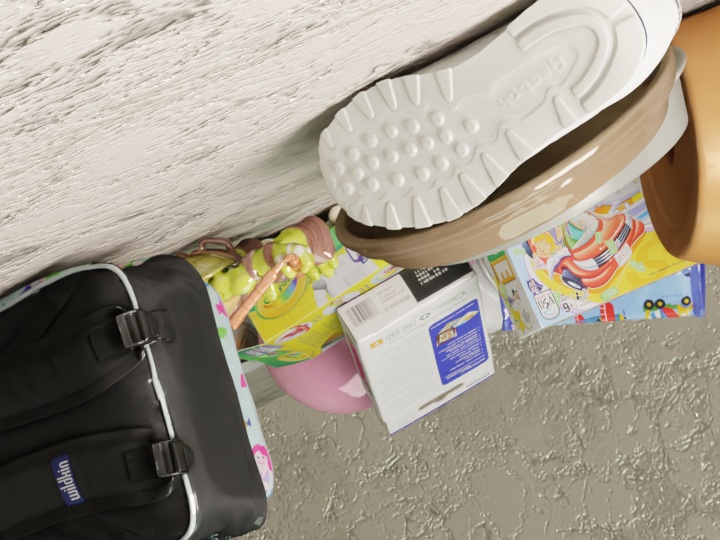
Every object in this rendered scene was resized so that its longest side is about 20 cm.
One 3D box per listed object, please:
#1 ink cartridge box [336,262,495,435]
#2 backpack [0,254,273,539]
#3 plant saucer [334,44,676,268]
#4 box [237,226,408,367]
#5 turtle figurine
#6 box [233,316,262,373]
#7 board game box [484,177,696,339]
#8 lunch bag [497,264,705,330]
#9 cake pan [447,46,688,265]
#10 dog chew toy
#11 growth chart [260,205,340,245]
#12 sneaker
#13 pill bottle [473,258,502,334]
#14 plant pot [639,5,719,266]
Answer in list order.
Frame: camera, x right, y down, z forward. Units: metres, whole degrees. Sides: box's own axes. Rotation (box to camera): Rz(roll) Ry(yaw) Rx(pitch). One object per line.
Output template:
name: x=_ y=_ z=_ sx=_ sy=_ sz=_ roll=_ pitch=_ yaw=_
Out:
ink cartridge box: x=0.043 y=0.052 z=1.643 sx=0.095 sy=0.037 sz=0.200 roll=-30 pitch=155 yaw=-5
backpack: x=-0.158 y=0.092 z=1.315 sx=0.200 sy=0.178 sz=0.150 roll=-21 pitch=172 yaw=25
plant saucer: x=0.078 y=-0.060 z=1.211 sx=0.200 sy=0.030 sz=0.200 roll=-28 pitch=-162 yaw=10
box: x=0.000 y=0.000 z=1.595 sx=0.200 sy=0.048 sz=0.117 roll=-35 pitch=165 yaw=8
turtle figurine: x=-0.094 y=0.015 z=1.446 sx=0.200 sy=0.064 sz=0.161 roll=-37 pitch=177 yaw=32
box: x=-0.156 y=0.072 z=1.817 sx=0.200 sy=0.060 sz=0.117 roll=-21 pitch=175 yaw=-26
board game box: x=0.164 y=-0.052 z=1.535 sx=0.200 sy=0.135 sz=0.034 roll=-22 pitch=175 yaw=-27
lunch bag: x=0.182 y=-0.045 z=1.755 sx=0.150 sy=0.094 sz=0.200 roll=-4 pitch=-153 yaw=11
cake pan: x=0.101 y=-0.063 z=1.317 sx=0.200 sy=0.037 sz=0.200 roll=-28 pitch=-167 yaw=7
dog chew toy: x=0.010 y=0.020 z=1.724 sx=0.124 sy=0.125 sz=0.200 roll=-19 pitch=160 yaw=-47
growth chart: x=-0.086 y=0.001 z=1.606 sx=0.200 sy=0.018 sz=0.145 roll=-24 pitch=175 yaw=1
sneaker: x=0.068 y=-0.081 z=1.135 sx=0.200 sy=0.077 sz=0.080 roll=-25 pitch=-175 yaw=32
pill bottle: x=0.065 y=0.016 z=1.985 sx=0.200 sy=0.109 sz=0.109 roll=-27 pitch=175 yaw=34
plant pot: x=0.247 y=-0.082 z=1.385 sx=0.140 sy=0.201 sz=0.200 roll=-6 pitch=173 yaw=-8
